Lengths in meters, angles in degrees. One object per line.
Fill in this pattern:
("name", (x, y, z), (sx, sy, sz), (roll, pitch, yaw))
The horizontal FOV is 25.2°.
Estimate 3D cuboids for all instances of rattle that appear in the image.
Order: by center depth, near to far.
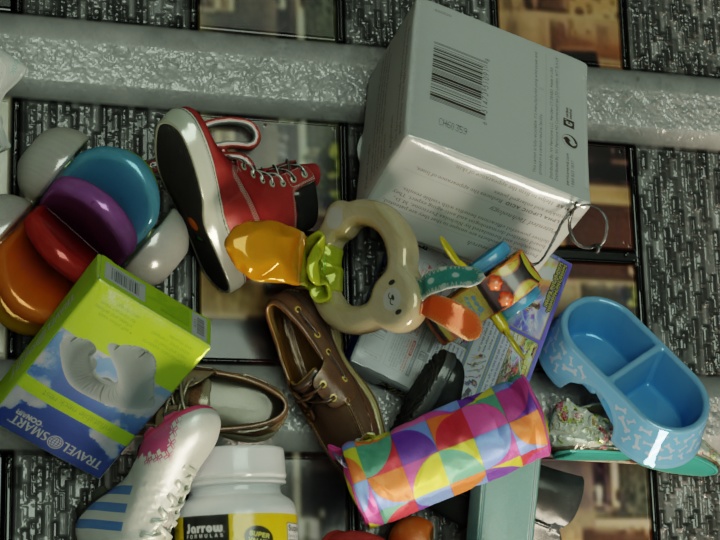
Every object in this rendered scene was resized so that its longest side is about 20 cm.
("rattle", (0.000, 0.000, 1.442), (0.131, 0.199, 0.143), (-54, 138, -1))

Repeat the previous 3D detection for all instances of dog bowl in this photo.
("dog bowl", (0.268, 0.106, 1.615), (0.111, 0.050, 0.200), (-27, 64, -34))

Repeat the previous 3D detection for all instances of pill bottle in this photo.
("pill bottle", (-0.112, 0.264, 1.459), (0.113, 0.114, 0.203), (0, 77, -19))

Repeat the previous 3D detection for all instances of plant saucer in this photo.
("plant saucer", (0.136, 0.252, 1.542), (0.069, 0.019, 0.202), (-1, 110, -12))

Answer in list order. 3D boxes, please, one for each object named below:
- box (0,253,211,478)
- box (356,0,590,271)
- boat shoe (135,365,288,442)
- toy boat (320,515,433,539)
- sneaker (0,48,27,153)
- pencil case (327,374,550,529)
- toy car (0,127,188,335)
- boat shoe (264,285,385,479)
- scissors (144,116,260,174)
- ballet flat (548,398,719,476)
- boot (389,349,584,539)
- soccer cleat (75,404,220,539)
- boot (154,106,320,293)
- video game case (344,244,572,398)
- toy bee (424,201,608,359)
("box", (-0.236, 0.094, 1.413), (0.121, 0.048, 0.200), (32, 113, -22))
("box", (0.111, -0.127, 1.579), (0.198, 0.131, 0.201), (19, 48, -15))
("boat shoe", (-0.160, 0.118, 1.497), (0.198, 0.072, 0.077), (3, 77, -18))
("toy boat", (0.044, 0.290, 1.513), (0.199, 0.131, 0.132), (30, 47, -11))
("sneaker", (-0.359, -0.110, 1.437), (0.088, 0.201, 0.076), (13, 32, -33))
("pencil case", (0.074, 0.162, 1.463), (0.198, 0.088, 0.089), (-19, 84, -1))
("toy car", (-0.254, -0.032, 1.453), (0.175, 0.150, 0.201), (41, 72, -6))
("boat shoe", (-0.039, 0.111, 1.530), (0.067, 0.072, 0.202), (-9, 73, -56))
("scissors", (-0.192, -0.111, 1.570), (0.197, 0.014, 0.074), (-4, 87, -17))
("ballet flat", (0.280, 0.166, 1.640), (0.198, 0.076, 0.065), (9, 67, -19))
("boot", (0.129, 0.180, 1.552), (0.198, 0.166, 0.066), (25, 27, -8))
("soccer cleat", (-0.177, 0.201, 1.417), (0.069, 0.200, 0.087), (8, 45, -47))
("boot", (-0.108, -0.095, 1.523), (0.144, 0.072, 0.201), (-38, 134, -23))
("video game case", (0.098, 0.044, 1.616), (0.180, 0.045, 0.202), (27, 71, -10))
("toy bee", (0.123, 0.010, 1.496), (0.130, 0.201, 0.109), (36, 29, 11))
